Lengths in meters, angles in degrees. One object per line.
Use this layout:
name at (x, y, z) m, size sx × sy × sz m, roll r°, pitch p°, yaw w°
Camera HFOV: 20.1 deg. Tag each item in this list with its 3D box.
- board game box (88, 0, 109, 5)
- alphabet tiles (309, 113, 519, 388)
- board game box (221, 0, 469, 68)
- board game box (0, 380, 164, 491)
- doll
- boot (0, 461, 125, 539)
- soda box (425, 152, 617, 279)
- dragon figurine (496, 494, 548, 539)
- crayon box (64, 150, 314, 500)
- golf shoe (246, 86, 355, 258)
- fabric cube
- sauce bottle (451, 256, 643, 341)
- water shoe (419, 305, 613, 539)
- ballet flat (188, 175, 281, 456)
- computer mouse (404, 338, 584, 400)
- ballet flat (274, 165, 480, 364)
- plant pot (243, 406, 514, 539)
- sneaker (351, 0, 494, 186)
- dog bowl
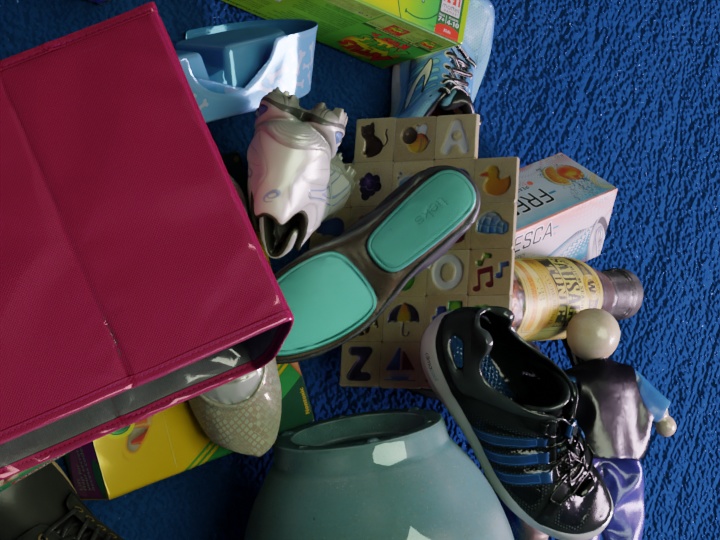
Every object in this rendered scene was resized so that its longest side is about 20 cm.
board game box at (-0.208, -0.303, 1.369) m, size 0.159 × 0.097 × 0.201 m, roll 14°, pitch 77°, yaw -34°
alphabet tiles at (0.035, -0.014, 1.476) m, size 0.006 × 0.166 × 0.201 m, roll 20°, pitch 71°, yaw -60°
board game box at (-0.029, -0.210, 1.483) m, size 0.200 × 0.101 × 0.048 m, roll 19°, pitch 74°, yaw -33°
board game box at (-0.232, 0.028, 1.294) m, size 0.134 × 0.029 × 0.200 m, roll -29°, pitch 86°, yaw -14°
doll at (0.170, 0.128, 1.488) m, size 0.136 × 0.048 × 0.201 m, roll 1°, pitch 90°, yaw -26°
boot at (-0.176, 0.171, 1.308) m, size 0.077 × 0.138 × 0.200 m, roll -47°, pitch 110°, yaw -30°
soda box at (0.105, -0.024, 1.559) m, size 0.200 × 0.064 × 0.069 m, roll -22°, pitch 137°, yaw -38°
dragon figurine at (0.109, 0.172, 1.559) m, size 0.059 × 0.099 × 0.200 m, roll 4°, pitch 56°, yaw -35°
crayon box at (-0.139, 0.036, 1.400) m, size 0.172 × 0.058 × 0.201 m, roll -19°, pitch 95°, yaw -36°
golf shoe at (-0.053, -0.052, 1.411) m, size 0.078 × 0.200 × 0.097 m, roll 16°, pitch 77°, yaw 8°
fabric cube at (-0.173, -0.008, 1.197) m, size 0.200 × 0.196 × 0.200 m, roll -23°, pitch 82°, yaw -12°
sauce bottle at (0.145, 0.019, 1.533) m, size 0.200 × 0.066 × 0.066 m, roll -6°, pitch 87°, yaw -51°
water shoe at (0.119, 0.109, 1.394) m, size 0.200 × 0.079 × 0.072 m, roll 50°, pitch 56°, yaw -17°
ballet flat at (-0.098, 0.027, 1.351) m, size 0.067 × 0.062 × 0.201 m, roll -12°, pitch 85°, yaw 7°
computer mouse at (0.109, 0.048, 1.564) m, size 0.199 × 0.046 × 0.141 m, roll 17°, pitch 43°, yaw -14°
ballet flat at (0.000, 0.000, 1.425) m, size 0.200 × 0.073 × 0.073 m, roll -37°, pitch 107°, yaw -9°
plant pot at (0.008, 0.171, 1.394) m, size 0.200 × 0.200 × 0.135 m, roll -13°, pitch 98°, yaw -36°
sneaker at (0.068, -0.126, 1.549) m, size 0.078 × 0.090 × 0.200 m, roll 31°, pitch 67°, yaw -28°
dog bowl at (-0.118, -0.133, 1.411) m, size 0.200 × 0.111 × 0.050 m, roll -17°, pitch 108°, yaw -36°
